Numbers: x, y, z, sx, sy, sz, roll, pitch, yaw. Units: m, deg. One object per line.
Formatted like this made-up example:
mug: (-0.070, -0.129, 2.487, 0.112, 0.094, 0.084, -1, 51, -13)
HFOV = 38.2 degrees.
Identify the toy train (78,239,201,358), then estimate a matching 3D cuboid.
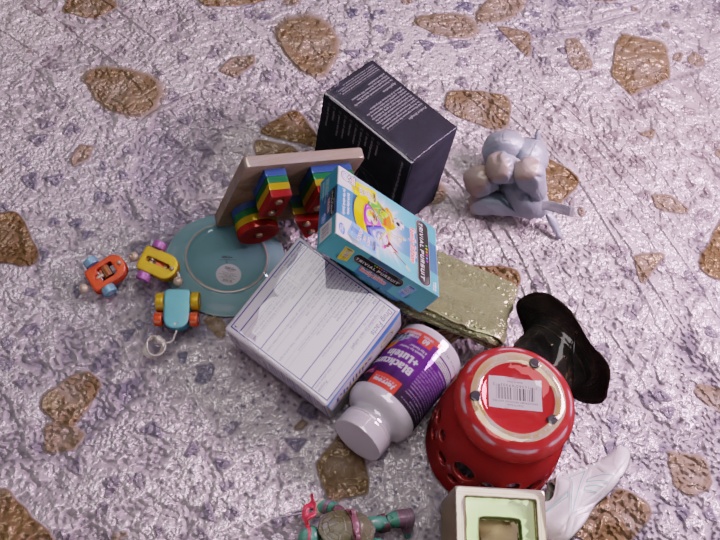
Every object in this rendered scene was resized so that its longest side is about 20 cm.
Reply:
toy train: (-0.336, 0.040, 1.625, 0.150, 0.056, 0.200, -38, 76, -9)

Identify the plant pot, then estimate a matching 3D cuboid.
plant pot: (0.206, 0.227, 1.516, 0.199, 0.183, 0.201, 4, 59, -6)

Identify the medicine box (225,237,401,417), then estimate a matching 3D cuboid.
medicine box: (-0.069, 0.088, 1.577, 0.200, 0.103, 0.182, 36, 77, 13)

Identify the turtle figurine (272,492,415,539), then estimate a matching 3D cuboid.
turtle figurine: (-0.017, 0.376, 1.435, 0.199, 0.101, 0.150, 3, 57, -15)

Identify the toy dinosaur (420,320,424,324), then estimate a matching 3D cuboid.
toy dinosaur: (0.076, 0.028, 1.694, 0.106, 0.061, 0.200, -34, 47, -22)

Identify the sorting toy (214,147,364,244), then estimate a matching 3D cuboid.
sorting toy: (-0.110, -0.110, 1.657, 0.199, 0.199, 0.070, -8, 69, -25)

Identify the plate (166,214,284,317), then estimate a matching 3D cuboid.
plate: (-0.218, -0.016, 1.694, 0.199, 0.026, 0.201, 5, 56, -7)

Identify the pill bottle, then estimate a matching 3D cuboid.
pill bottle: (0.053, 0.184, 1.557, 0.111, 0.112, 0.200, 35, 58, 13)

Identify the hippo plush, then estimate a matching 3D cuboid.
hippo plush: (0.283, -0.183, 1.805, 0.199, 0.160, 0.162, 14, 57, 0)

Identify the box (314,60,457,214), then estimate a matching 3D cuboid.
box: (0.036, -0.206, 1.754, 0.196, 0.200, 0.124, 42, 60, 17)

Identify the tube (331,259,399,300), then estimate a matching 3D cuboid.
tube: (0.000, 0.000, 1.622, 0.077, 0.200, 0.051, 29, 96, -22)

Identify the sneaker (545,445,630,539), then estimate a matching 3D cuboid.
sneaker: (0.328, 0.319, 1.541, 0.080, 0.071, 0.200, 41, 61, 18)

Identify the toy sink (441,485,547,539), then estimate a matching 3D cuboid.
toy sink: (0.184, 0.407, 1.420, 0.129, 0.112, 0.201, 5, 64, -6)

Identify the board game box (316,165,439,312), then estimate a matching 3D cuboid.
board game box: (0.029, -0.048, 1.555, 0.199, 0.047, 0.152, 31, 38, -26)

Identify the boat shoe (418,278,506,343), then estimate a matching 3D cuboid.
boat shoe: (0.174, 0.063, 1.683, 0.199, 0.065, 0.071, -32, 67, -26)

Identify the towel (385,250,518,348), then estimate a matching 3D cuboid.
towel: (0.143, 0.039, 1.625, 0.199, 0.037, 0.149, 21, 45, 4)

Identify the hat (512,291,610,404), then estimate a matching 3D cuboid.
hat: (0.285, 0.138, 1.586, 0.081, 0.201, 0.201, -32, 67, -21)
